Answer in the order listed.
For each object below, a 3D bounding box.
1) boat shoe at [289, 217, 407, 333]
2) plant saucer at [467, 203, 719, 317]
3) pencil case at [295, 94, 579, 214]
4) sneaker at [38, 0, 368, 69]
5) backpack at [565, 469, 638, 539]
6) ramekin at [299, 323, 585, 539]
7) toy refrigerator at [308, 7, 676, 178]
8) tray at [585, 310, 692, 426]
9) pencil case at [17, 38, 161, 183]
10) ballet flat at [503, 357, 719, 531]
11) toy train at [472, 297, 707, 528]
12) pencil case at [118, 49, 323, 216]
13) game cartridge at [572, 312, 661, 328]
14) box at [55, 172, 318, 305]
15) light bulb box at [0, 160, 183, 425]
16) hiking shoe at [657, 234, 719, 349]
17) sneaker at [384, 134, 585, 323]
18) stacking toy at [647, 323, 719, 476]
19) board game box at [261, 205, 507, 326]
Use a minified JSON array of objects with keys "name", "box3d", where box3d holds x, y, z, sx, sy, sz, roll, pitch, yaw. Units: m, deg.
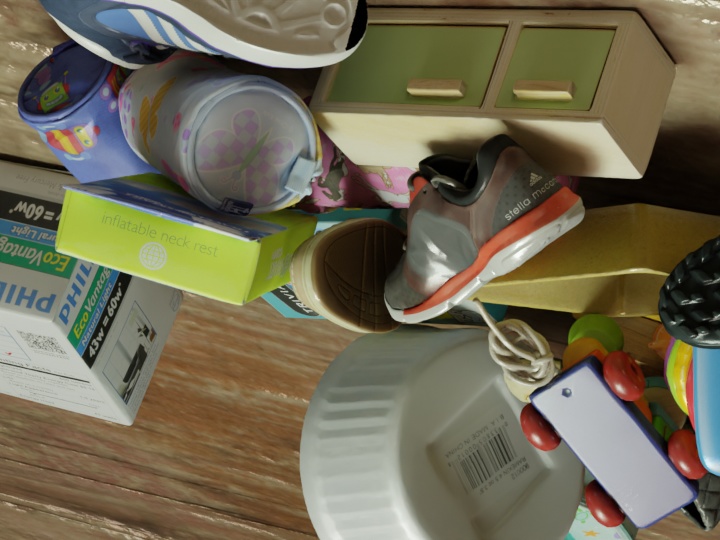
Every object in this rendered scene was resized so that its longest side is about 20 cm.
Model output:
[{"name":"boat shoe","box3d":[0.000,0.000,1.657,0.065,0.072,0.200,3,-175,27]},{"name":"plant saucer","box3d":[0.170,-0.006,1.648,0.200,0.049,0.200,6,172,-42]},{"name":"pencil case","box3d":[0.043,-0.071,1.623,0.199,0.083,0.087,3,139,35]},{"name":"sneaker","box3d":[-0.097,-0.158,1.551,0.199,0.081,0.146,15,168,-2]},{"name":"backpack","box3d":[0.126,0.173,2.070,0.199,0.151,0.178,4,153,24]},{"name":"ramekin","box3d":[0.065,0.134,1.848,0.200,0.201,0.098,31,157,-28]},{"name":"toy refrigerator","box3d":[0.074,-0.106,1.518,0.199,0.076,0.070,5,155,34]},{"name":"tray","box3d":[0.199,0.091,1.868,0.098,0.037,0.200,18,159,8]},{"name":"pencil case","box3d":[-0.150,-0.078,1.751,0.078,0.087,0.200,-19,136,21]},{"name":"ballet flat","box3d":[0.184,0.115,1.815,0.200,0.057,0.066,29,156,-18]},{"name":"toy train","box3d":[0.147,0.063,1.710,0.085,0.116,0.200,-34,107,24]},{"name":"pencil case","box3d":[-0.088,-0.087,1.605,0.090,0.083,0.200,11,-173,-20]},{"name":"game cartridge","box3d":[0.267,0.063,1.833,0.176,0.033,0.200,-1,149,42]},{"name":"box","box3d":[-0.104,-0.022,1.584,0.122,0.048,0.200,15,-173,8]},{"name":"light bulb box","box3d":[-0.269,0.009,2.024,0.198,0.125,0.200,12,157,19]},{"name":"hiking shoe","box3d":[0.273,0.006,1.521,0.199,0.075,0.087,-19,155,5]},{"name":"sneaker","box3d":[0.060,-0.032,1.536,0.082,0.077,0.200,54,149,-1]},{"name":"stacking toy","box3d":[0.235,0.062,1.682,0.116,0.110,0.200,-7,-170,-16]},{"name":"board game box","box3d":[-0.012,-0.016,1.849,0.199,0.047,0.151,1,152,39]}]
